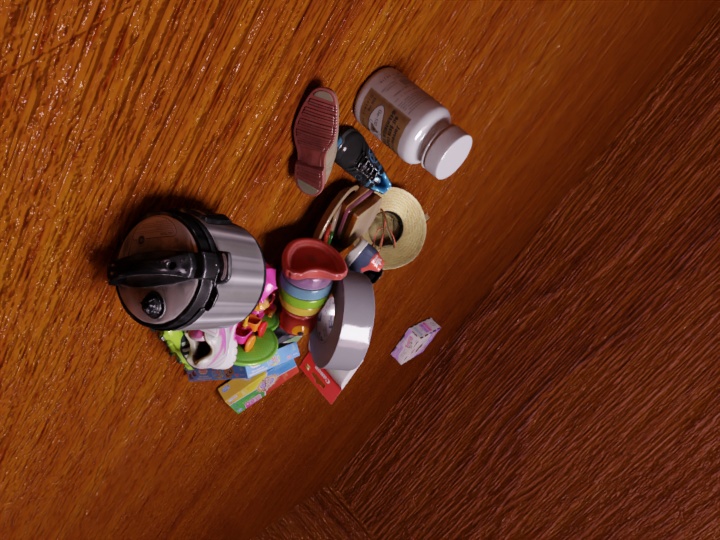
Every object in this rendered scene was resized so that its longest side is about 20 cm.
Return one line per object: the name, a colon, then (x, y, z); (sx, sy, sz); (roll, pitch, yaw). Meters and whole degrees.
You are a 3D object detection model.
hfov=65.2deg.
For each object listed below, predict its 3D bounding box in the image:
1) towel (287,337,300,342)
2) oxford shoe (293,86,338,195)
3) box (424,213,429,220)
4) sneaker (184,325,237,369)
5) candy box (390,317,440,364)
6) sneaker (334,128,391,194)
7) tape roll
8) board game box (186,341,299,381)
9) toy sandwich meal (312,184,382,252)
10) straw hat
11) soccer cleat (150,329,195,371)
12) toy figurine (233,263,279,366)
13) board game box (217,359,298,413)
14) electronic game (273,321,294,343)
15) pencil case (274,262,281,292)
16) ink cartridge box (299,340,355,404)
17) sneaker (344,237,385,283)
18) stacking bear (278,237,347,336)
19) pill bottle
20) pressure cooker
towel: (-0.186, 0.157, 1.454); (0.200, 0.023, 0.152); (-48, 158, 8)
oxford shoe: (-0.070, -0.225, 0.947); (0.201, 0.070, 0.075); (109, 6, -45)
box: (0.078, -0.067, 1.452); (0.200, 0.021, 0.163); (-41, -174, -13)
sneaker: (-0.265, 0.091, 1.011); (0.088, 0.081, 0.202); (-14, 112, -63)
candy box: (0.245, 0.310, 2.486); (0.200, 0.072, 0.168); (-16, 144, -54)
sneaker: (0.007, -0.206, 1.076); (0.073, 0.082, 0.200); (-50, 159, 8)
tape roll: (-0.041, 0.097, 1.126); (0.066, 0.201, 0.201); (10, 130, -22)
board game box: (-0.254, 0.196, 1.211); (0.199, 0.037, 0.151); (-13, -177, 38)
toy sandwich meal: (-0.032, -0.089, 1.171); (0.206, 0.070, 0.205); (-59, 173, -12)
straw hat: (0.051, -0.098, 1.339); (0.201, 0.202, 0.085); (-38, -163, -20)
soccer cleat: (-0.331, 0.129, 1.068); (0.081, 0.067, 0.200); (-46, 159, -24)
toy figurine: (-0.206, 0.057, 1.116); (0.200, 0.149, 0.185); (-52, 164, -60)
board game box: (-0.262, 0.287, 1.479); (0.199, 0.040, 0.153); (-34, 158, -13)
electronic game: (-0.152, 0.123, 1.316); (0.199, 0.042, 0.200); (-30, 172, -5)
pencil case: (-0.113, 0.026, 1.262); (0.094, 0.091, 0.200); (-53, 161, 3)
ink cartridge box: (-0.099, 0.272, 1.631); (0.050, 0.161, 0.200); (-8, 138, -55)
sneaker: (0.000, 0.000, 1.226); (0.075, 0.084, 0.200); (-51, 180, -17)
stacking bear: (-0.111, 0.048, 1.100); (0.121, 0.114, 0.201); (1, 129, -19)
pill bottle: (0.093, -0.254, 0.985); (0.114, 0.200, 0.115); (-38, 157, -19)
pressure cooker: (-0.253, 0.002, 0.823); (0.176, 0.179, 0.200); (-48, 160, 14)
